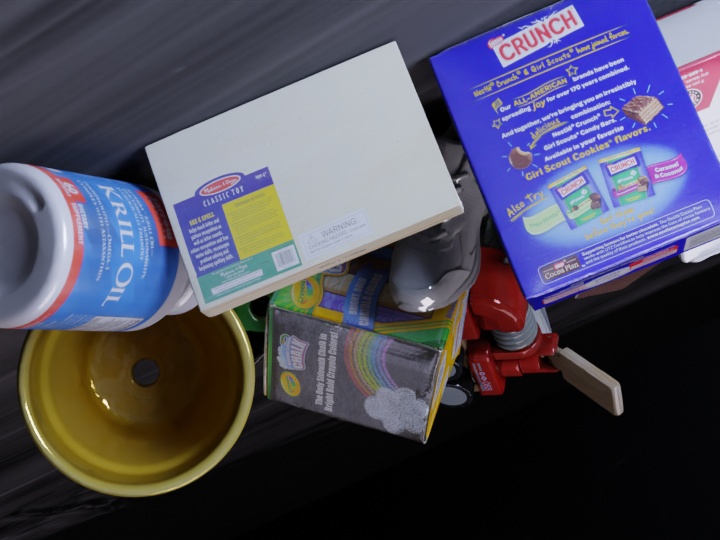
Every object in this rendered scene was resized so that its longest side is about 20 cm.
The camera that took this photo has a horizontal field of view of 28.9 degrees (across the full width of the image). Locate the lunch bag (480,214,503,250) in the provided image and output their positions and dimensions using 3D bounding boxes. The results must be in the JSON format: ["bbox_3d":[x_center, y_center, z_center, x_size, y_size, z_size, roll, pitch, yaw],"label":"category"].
[{"bbox_3d":[0.163,-0.024,1.483,0.163,0.118,0.200,-10,168,-32],"label":"lunch bag"}]

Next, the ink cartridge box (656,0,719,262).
[{"bbox_3d":[0.306,-0.125,1.178,0.147,0.086,0.200,-22,131,1],"label":"ink cartridge box"}]

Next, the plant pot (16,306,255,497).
[{"bbox_3d":[-0.197,0.094,1.264,0.200,0.202,0.189,-20,180,-6],"label":"plant pot"}]

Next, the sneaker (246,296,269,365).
[{"bbox_3d":[-0.106,0.072,1.421,0.200,0.076,0.088,-33,157,-10],"label":"sneaker"}]

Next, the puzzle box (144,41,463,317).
[{"bbox_3d":[-0.042,-0.065,0.989,0.199,0.134,0.025,-22,165,5],"label":"puzzle box"}]

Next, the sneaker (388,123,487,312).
[{"bbox_3d":[0.067,-0.059,1.151,0.078,0.201,0.100,8,145,25],"label":"sneaker"}]

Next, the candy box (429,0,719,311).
[{"bbox_3d":[0.166,-0.095,1.041,0.168,0.201,0.077,-22,168,6],"label":"candy box"}]

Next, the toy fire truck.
[{"bbox_3d":[0.152,0.065,1.352,0.199,0.129,0.176,-3,142,18],"label":"toy fire truck"}]

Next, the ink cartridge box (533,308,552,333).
[{"bbox_3d":[0.116,0.060,1.647,0.199,0.083,0.146,-21,-161,8],"label":"ink cartridge box"}]

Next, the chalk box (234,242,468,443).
[{"bbox_3d":[-0.014,0.047,1.244,0.199,0.124,0.125,16,134,10],"label":"chalk box"}]

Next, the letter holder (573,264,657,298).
[{"bbox_3d":[0.278,-0.045,1.602,0.142,0.101,0.200,-13,164,-25],"label":"letter holder"}]

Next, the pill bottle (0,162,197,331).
[{"bbox_3d":[-0.193,-0.012,1.007,0.112,0.113,0.200,-28,166,24],"label":"pill bottle"}]

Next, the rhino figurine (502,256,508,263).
[{"bbox_3d":[0.202,-0.033,1.329,0.199,0.060,0.087,-11,-159,-43],"label":"rhino figurine"}]
